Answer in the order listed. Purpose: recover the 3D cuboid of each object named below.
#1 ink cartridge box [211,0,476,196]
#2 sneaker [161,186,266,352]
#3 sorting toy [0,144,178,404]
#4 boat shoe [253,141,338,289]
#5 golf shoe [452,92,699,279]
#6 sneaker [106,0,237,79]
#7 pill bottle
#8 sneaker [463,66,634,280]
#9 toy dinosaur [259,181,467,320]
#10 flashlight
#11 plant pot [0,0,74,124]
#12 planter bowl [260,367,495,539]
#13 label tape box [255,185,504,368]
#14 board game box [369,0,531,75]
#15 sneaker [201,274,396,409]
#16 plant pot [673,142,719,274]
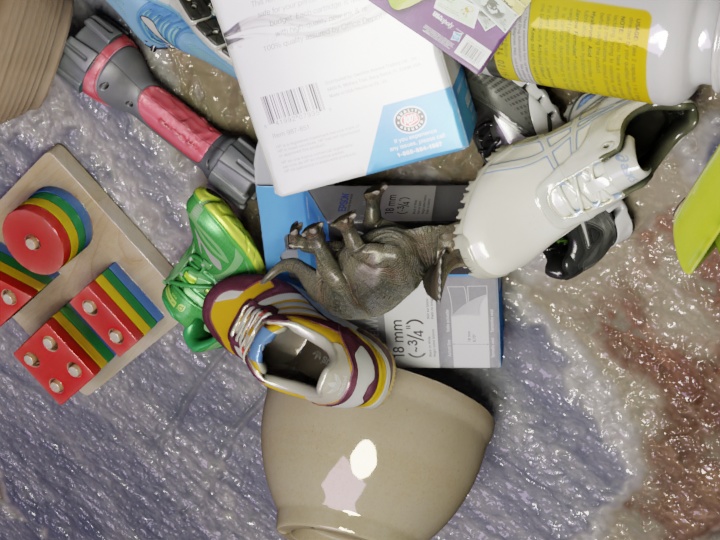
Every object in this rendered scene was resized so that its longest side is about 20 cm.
[{"bbox_3d":[-0.015,-0.171,1.106,0.145,0.084,0.201,-13,108,15],"label":"ink cartridge box"},{"bbox_3d":[-0.128,0.011,1.358,0.074,0.083,0.200,52,159,33],"label":"sneaker"},{"bbox_3d":[-0.287,0.017,1.499,0.199,0.070,0.200,49,131,-6],"label":"sorting toy"},{"bbox_3d":[-0.051,-0.064,1.315,0.068,0.057,0.201,6,124,4],"label":"boat shoe"},{"bbox_3d":[0.152,-0.068,1.102,0.078,0.200,0.097,53,163,-20],"label":"golf shoe"},{"bbox_3d":[-0.138,-0.210,1.280,0.200,0.078,0.090,38,150,8],"label":"sneaker"},{"bbox_3d":[0.180,-0.173,1.078,0.199,0.111,0.112,13,125,23],"label":"pill bottle"},{"bbox_3d":[0.120,-0.074,1.176,0.200,0.091,0.066,50,150,-14],"label":"sneaker"},{"bbox_3d":[0.000,0.000,1.189,0.200,0.077,0.102,-24,105,28],"label":"toy dinosaur"},{"bbox_3d":[-0.162,-0.133,1.332,0.200,0.068,0.068,38,128,5],"label":"flashlight"},{"bbox_3d":[-0.297,-0.197,1.312,0.092,0.201,0.201,16,133,-19],"label":"plant pot"},{"bbox_3d":[0.001,0.171,1.329,0.200,0.135,0.200,14,160,5],"label":"planter bowl"},{"bbox_3d":[0.015,0.006,1.280,0.199,0.063,0.145,0,123,8],"label":"label tape box"},{"bbox_3d":[0.030,-0.231,1.018,0.200,0.032,0.120,34,108,-11],"label":"board game box"},{"bbox_3d":[-0.068,0.050,1.243,0.200,0.090,0.075,21,97,37],"label":"sneaker"},{"bbox_3d":[0.329,-0.057,1.019,0.181,0.199,0.200,36,132,14],"label":"plant pot"}]
